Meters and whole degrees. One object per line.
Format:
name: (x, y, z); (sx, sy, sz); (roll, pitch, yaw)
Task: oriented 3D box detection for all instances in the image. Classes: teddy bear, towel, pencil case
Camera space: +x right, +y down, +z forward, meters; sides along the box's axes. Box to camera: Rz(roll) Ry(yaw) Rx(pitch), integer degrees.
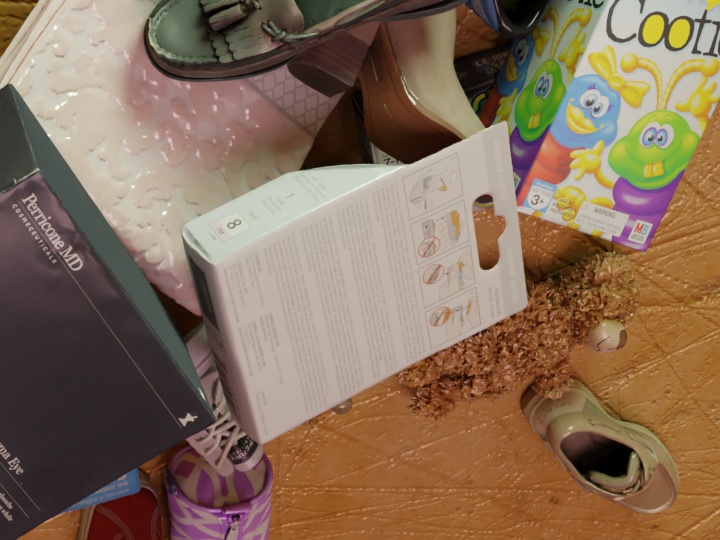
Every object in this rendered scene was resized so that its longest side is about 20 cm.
teddy bear: (0.120, 0.055, 1.436); (0.199, 0.067, 0.145); (-12, 135, -13)
towel: (-0.109, -0.100, 1.128); (0.200, 0.032, 0.191); (39, 76, -35)
pencil case: (-0.104, 0.216, 1.469); (0.084, 0.086, 0.200); (-19, 136, -21)

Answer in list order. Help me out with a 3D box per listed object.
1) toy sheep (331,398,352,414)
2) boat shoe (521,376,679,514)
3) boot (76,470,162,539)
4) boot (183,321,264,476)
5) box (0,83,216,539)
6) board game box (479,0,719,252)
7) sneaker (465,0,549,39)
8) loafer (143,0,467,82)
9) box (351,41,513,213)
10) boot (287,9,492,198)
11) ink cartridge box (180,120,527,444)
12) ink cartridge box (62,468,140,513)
toy sheep: (-0.032, 0.009, 1.284); (0.138, 0.138, 0.200); (5, 136, -26)
boat shoe: (0.203, 0.156, 1.560); (0.072, 0.065, 0.200); (-38, 133, 12)
boot: (-0.173, 0.268, 1.444); (0.072, 0.144, 0.200); (-6, 132, -20)
boot: (-0.095, 0.089, 1.279); (0.074, 0.200, 0.096); (-38, 90, 2)
box: (-0.209, 0.037, 1.053); (0.182, 0.104, 0.200); (-29, 126, 1)
board game box: (0.163, -0.131, 1.223); (0.105, 0.103, 0.200); (16, 109, -22)
sneaker: (0.118, -0.229, 1.171); (0.078, 0.089, 0.200); (-1, 129, -24)
loafer: (-0.026, -0.160, 1.072); (0.199, 0.072, 0.063); (-17, 174, -4)
box: (0.099, -0.100, 1.314); (0.200, 0.035, 0.110); (-19, 133, -7)
boot: (0.035, -0.151, 1.172); (0.070, 0.147, 0.200); (-7, 148, 47)
ink cartridge box: (0.000, 0.000, 1.172); (0.200, 0.057, 0.163); (-30, 137, -19)
ink cartridge box: (-0.233, 0.041, 1.217); (0.146, 0.147, 0.200); (-13, 133, -12)
